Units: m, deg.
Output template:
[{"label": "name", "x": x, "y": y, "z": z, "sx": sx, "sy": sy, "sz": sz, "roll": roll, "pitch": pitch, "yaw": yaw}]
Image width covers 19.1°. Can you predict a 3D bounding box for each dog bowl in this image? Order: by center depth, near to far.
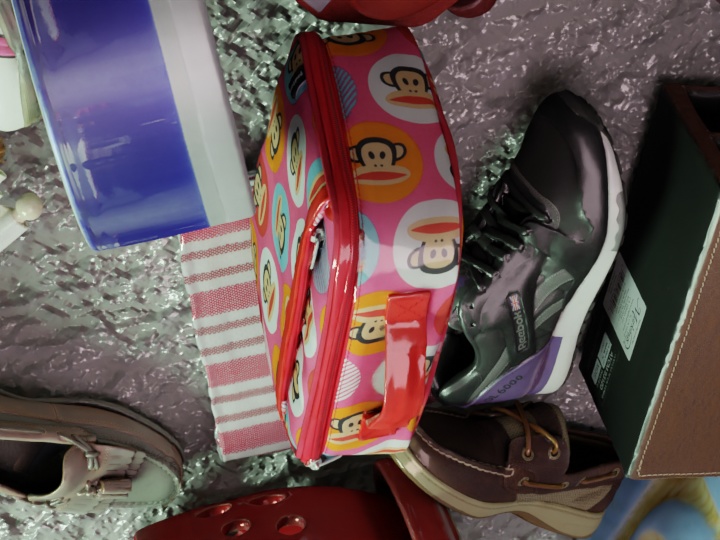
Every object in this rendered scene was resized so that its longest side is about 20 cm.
[{"label": "dog bowl", "x": -0.108, "y": -0.113, "z": 0.972, "sx": 0.078, "sy": 0.201, "sz": 0.201, "roll": -14, "pitch": 129, "yaw": -3}]

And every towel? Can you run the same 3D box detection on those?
[{"label": "towel", "x": -0.024, "y": 0.017, "z": 1.208, "sx": 0.145, "sy": 0.030, "sz": 0.201, "roll": -12, "pitch": 130, "yaw": -7}]

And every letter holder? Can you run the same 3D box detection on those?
[{"label": "letter holder", "x": 0.224, "y": 0.009, "z": 1.203, "sx": 0.141, "sy": 0.101, "sz": 0.201, "roll": 0, "pitch": 127, "yaw": -16}]

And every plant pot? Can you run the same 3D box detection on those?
[{"label": "plant pot", "x": -0.020, "y": 0.221, "z": 1.260, "sx": 0.181, "sy": 0.201, "sz": 0.201, "roll": -17, "pitch": 130, "yaw": -7}]

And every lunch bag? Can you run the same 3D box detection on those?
[{"label": "lunch bag", "x": 0.000, "y": 0.000, "z": 1.050, "sx": 0.081, "sy": 0.177, "sz": 0.201, "roll": -3, "pitch": 142, "yaw": -12}]

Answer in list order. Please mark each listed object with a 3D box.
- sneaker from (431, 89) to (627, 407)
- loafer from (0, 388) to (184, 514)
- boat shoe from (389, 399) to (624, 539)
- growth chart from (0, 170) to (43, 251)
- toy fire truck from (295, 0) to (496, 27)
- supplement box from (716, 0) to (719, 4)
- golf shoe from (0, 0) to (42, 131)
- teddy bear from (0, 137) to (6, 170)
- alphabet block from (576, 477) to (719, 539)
[{"label": "sneaker", "x": 0.083, "y": -0.002, "z": 1.170, "sx": 0.087, "sy": 0.076, "sz": 0.201, "roll": -13, "pitch": 132, "yaw": -28}, {"label": "loafer", "x": -0.189, "y": 0.106, "z": 1.213, "sx": 0.199, "sy": 0.063, "sz": 0.072, "roll": 21, "pitch": 120, "yaw": -26}, {"label": "boat shoe", "x": 0.091, "y": 0.104, "z": 1.265, "sx": 0.199, "sy": 0.072, "sz": 0.072, "roll": 23, "pitch": 114, "yaw": -42}, {"label": "growth chart", "x": -0.253, "y": -0.045, "z": 1.023, "sx": 0.144, "sy": 0.018, "sz": 0.200, "roll": -29, "pitch": 132, "yaw": 18}, {"label": "toy fire truck", "x": 0.055, "y": -0.185, "z": 1.025, "sx": 0.200, "sy": 0.112, "sz": 0.168, "roll": -38, "pitch": 148, "yaw": 14}, {"label": "supplement box", "x": 0.253, "y": -0.152, "z": 1.065, "sx": 0.200, "sy": 0.086, "sz": 0.110, "roll": 32, "pitch": 118, "yaw": -33}, {"label": "golf shoe", "x": -0.214, "y": -0.146, "z": 0.987, "sx": 0.092, "sy": 0.073, "sz": 0.201, "roll": -29, "pitch": 114, "yaw": -4}, {"label": "teddy bear", "x": -0.259, "y": -0.089, "z": 1.041, "sx": 0.199, "sy": 0.067, "sz": 0.145, "roll": 29, "pitch": 114, "yaw": -31}, {"label": "alphabet block", "x": 0.262, "y": 0.217, "z": 1.326, "sx": 0.199, "sy": 0.196, "sz": 0.197, "roll": 14, "pitch": 125, "yaw": -24}]
